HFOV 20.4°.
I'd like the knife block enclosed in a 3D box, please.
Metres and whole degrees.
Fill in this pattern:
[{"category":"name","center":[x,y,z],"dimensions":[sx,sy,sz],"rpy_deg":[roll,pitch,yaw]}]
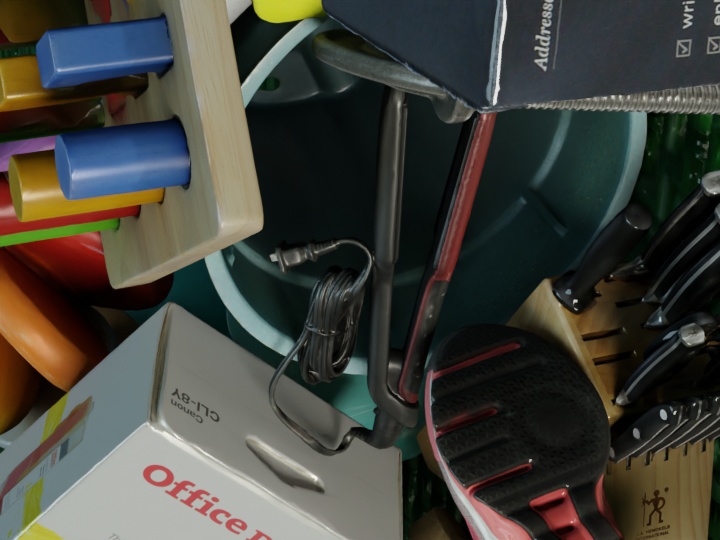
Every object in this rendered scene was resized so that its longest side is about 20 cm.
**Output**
[{"category":"knife block","center":[0.101,0.031,0.862],"dimensions":[0.200,0.064,0.176],"rpy_deg":[28,122,58]}]

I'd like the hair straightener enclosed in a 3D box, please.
[{"category":"hair straightener","center":[0.000,0.000,0.829],"dimensions":[0.041,0.077,0.200],"rpy_deg":[-85,6,-53]}]

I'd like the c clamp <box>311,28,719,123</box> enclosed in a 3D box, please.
[{"category":"c clamp","center":[0.088,-0.071,0.726],"dimensions":[0.171,0.200,0.027],"rpy_deg":[-128,42,-68]}]

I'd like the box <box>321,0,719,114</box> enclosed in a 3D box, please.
[{"category":"box","center":[0.103,-0.170,0.651],"dimensions":[0.124,0.196,0.200],"rpy_deg":[38,130,53]}]

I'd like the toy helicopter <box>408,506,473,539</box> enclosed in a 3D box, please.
[{"category":"toy helicopter","center":[0.086,0.193,0.900],"dimensions":[0.200,0.079,0.132],"rpy_deg":[55,-179,8]}]

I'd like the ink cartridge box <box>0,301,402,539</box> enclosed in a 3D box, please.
[{"category":"ink cartridge box","center":[-0.095,0.128,0.921],"dimensions":[0.200,0.145,0.084],"rpy_deg":[-40,29,30]}]

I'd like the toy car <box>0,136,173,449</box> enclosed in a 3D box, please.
[{"category":"toy car","center":[-0.159,-0.020,0.967],"dimensions":[0.150,0.175,0.200],"rpy_deg":[-21,53,23]}]

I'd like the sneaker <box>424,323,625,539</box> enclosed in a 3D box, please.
[{"category":"sneaker","center":[0.071,0.115,0.800],"dimensions":[0.087,0.074,0.200],"rpy_deg":[106,146,-53]}]

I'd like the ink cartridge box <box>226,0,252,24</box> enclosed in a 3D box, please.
[{"category":"ink cartridge box","center":[-0.011,-0.191,0.832],"dimensions":[0.039,0.200,0.099],"rpy_deg":[45,-179,-31]}]

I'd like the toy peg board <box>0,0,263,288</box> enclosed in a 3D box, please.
[{"category":"toy peg board","center":[-0.126,-0.094,0.792],"dimensions":[0.199,0.098,0.200],"rpy_deg":[162,97,-71]}]

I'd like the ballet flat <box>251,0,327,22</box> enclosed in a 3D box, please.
[{"category":"ballet flat","center":[0.042,-0.158,0.739],"dimensions":[0.067,0.200,0.067],"rpy_deg":[39,173,22]}]

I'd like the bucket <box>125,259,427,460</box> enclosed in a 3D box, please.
[{"category":"bucket","center":[-0.049,0.028,1.069],"dimensions":[0.207,0.135,0.208],"rpy_deg":[27,121,58]}]

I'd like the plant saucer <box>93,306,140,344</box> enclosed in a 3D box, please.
[{"category":"plant saucer","center":[-0.137,0.119,1.078],"dimensions":[0.200,0.037,0.201],"rpy_deg":[30,125,54]}]

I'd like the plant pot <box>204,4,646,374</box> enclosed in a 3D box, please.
[{"category":"plant pot","center":[-0.002,-0.092,0.904],"dimensions":[0.196,0.200,0.201],"rpy_deg":[-120,33,-50]}]
